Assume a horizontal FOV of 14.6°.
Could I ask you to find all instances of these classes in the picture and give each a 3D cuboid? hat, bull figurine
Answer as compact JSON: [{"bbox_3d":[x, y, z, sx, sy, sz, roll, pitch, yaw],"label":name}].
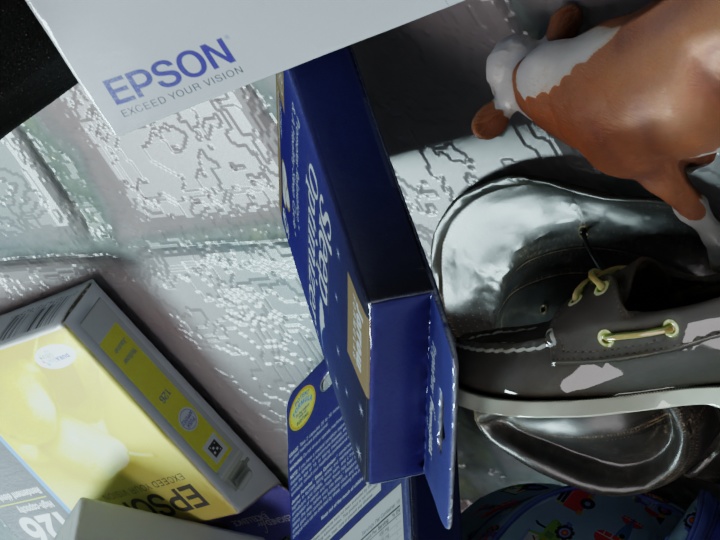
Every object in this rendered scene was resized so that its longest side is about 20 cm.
[{"bbox_3d":[0.105,0.050,1.238,0.200,0.081,0.201,22,144,17],"label":"hat"},{"bbox_3d":[0.132,-0.067,1.094,0.121,0.065,0.200,38,152,-16],"label":"bull figurine"}]

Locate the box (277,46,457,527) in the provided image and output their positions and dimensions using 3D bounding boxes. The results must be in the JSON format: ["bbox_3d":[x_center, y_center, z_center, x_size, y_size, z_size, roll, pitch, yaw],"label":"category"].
[{"bbox_3d":[0.000,0.000,1.179,0.032,0.200,0.121,-12,140,-10],"label":"box"}]

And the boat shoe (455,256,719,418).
[{"bbox_3d":[0.121,0.024,1.121,0.201,0.072,0.061,-4,101,34],"label":"boat shoe"}]

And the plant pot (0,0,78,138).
[{"bbox_3d":[-0.214,-0.119,1.219,0.200,0.178,0.199,43,145,-14],"label":"plant pot"}]

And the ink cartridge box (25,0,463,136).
[{"bbox_3d":[-0.059,-0.167,1.086,0.199,0.041,0.200,-20,122,20],"label":"ink cartridge box"}]

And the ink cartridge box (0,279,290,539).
[{"bbox_3d":[-0.144,0.106,1.542,0.197,0.047,0.200,-20,116,48],"label":"ink cartridge box"}]

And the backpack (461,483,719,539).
[{"bbox_3d":[0.119,0.181,1.295,0.200,0.183,0.135,37,154,5],"label":"backpack"}]

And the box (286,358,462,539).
[{"bbox_3d":[0.005,0.119,1.317,0.032,0.200,0.121,15,142,-25],"label":"box"}]

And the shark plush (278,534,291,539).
[{"bbox_3d":[-0.012,0.161,1.394,0.083,0.200,0.091,26,101,21],"label":"shark plush"}]

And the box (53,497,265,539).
[{"bbox_3d":[-0.135,0.233,1.547,0.106,0.153,0.200,13,156,-11],"label":"box"}]
